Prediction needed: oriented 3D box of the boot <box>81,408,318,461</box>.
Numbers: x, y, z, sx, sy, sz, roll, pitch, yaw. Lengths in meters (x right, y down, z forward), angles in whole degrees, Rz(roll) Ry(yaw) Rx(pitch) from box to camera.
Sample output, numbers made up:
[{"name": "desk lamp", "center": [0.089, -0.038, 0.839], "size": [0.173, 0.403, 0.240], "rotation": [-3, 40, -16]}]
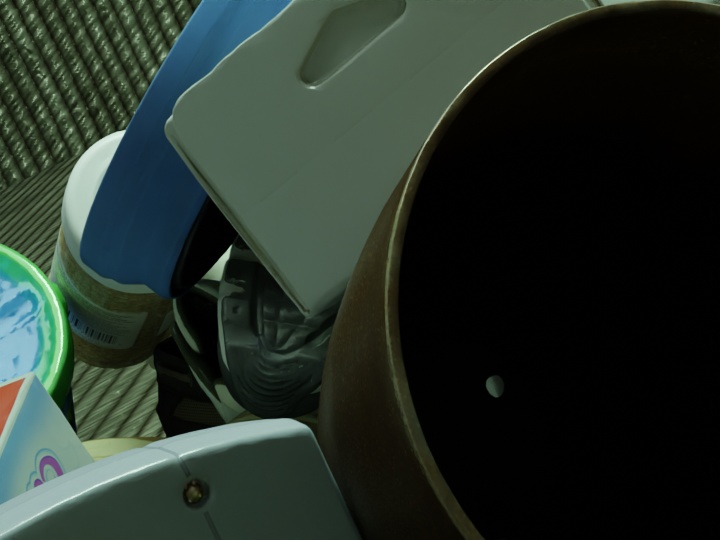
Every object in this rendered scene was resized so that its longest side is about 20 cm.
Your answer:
[{"name": "boot", "center": [-0.084, 0.119, 1.063], "size": [0.199, 0.073, 0.155], "rotation": [-7, 25, 39]}]

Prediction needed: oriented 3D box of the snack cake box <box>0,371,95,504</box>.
[{"name": "snack cake box", "center": [-0.161, 0.128, 0.950], "size": [0.114, 0.067, 0.200], "rotation": [-23, 24, 19]}]

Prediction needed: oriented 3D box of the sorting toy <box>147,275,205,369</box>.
[{"name": "sorting toy", "center": [-0.018, 0.000, 1.450], "size": [0.180, 0.107, 0.200], "rotation": [-32, -6, 39]}]

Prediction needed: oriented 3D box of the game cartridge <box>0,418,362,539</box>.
[{"name": "game cartridge", "center": [-0.080, 0.131, 0.805], "size": [0.199, 0.134, 0.040], "rotation": [-30, 18, -23]}]

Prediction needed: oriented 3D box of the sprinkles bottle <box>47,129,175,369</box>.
[{"name": "sprinkles bottle", "center": [-0.108, -0.006, 1.305], "size": [0.068, 0.068, 0.200], "rotation": [-29, -7, -15]}]

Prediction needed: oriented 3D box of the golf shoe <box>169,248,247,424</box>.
[{"name": "golf shoe", "center": [-0.040, 0.020, 1.186], "size": [0.078, 0.097, 0.200], "rotation": [-47, 29, 6]}]

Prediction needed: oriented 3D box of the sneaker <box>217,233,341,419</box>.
[{"name": "sneaker", "center": [0.000, 0.000, 1.113], "size": [0.074, 0.085, 0.200], "rotation": [17, 43, 13]}]

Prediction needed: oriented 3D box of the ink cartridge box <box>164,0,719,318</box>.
[{"name": "ink cartridge box", "center": [0.038, -0.073, 0.972], "size": [0.145, 0.084, 0.200], "rotation": [-39, -3, 21]}]

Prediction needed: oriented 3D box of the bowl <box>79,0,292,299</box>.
[{"name": "bowl", "center": [-0.038, -0.076, 1.105], "size": [0.201, 0.039, 0.201], "rotation": [-56, -5, -7]}]

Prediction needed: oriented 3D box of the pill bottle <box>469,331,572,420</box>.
[{"name": "pill bottle", "center": [0.124, -0.003, 1.024], "size": [0.199, 0.116, 0.116], "rotation": [-28, 10, -10]}]

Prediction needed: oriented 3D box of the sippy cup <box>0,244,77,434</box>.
[{"name": "sippy cup", "center": [-0.189, 0.074, 1.324], "size": [0.139, 0.131, 0.178], "rotation": [29, 64, 25]}]

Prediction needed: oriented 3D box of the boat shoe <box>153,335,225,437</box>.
[{"name": "boat shoe", "center": [-0.033, 0.046, 1.295], "size": [0.199, 0.074, 0.074], "rotation": [-16, 14, 46]}]

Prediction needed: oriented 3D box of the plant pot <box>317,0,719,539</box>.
[{"name": "plant pot", "center": [0.062, 0.042, 0.852], "size": [0.186, 0.188, 0.200], "rotation": [-31, -3, -24]}]
